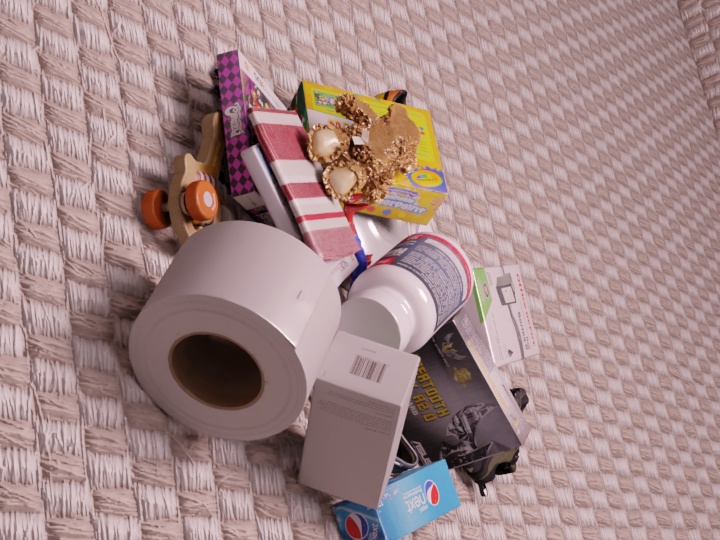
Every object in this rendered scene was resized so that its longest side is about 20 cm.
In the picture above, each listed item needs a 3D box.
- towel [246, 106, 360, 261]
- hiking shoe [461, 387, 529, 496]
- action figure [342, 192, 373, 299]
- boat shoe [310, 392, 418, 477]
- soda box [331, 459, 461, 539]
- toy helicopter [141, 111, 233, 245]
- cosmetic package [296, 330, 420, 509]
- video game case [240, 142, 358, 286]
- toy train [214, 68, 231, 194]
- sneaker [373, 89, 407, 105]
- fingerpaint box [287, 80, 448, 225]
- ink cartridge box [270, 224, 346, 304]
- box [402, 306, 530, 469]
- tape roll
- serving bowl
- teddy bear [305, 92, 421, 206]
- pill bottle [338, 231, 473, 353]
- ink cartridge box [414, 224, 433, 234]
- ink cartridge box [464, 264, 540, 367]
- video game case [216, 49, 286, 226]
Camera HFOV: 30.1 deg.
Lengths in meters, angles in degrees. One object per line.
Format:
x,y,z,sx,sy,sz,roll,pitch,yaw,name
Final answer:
-0.070,-0.104,1.629,0.200,0.023,0.144,65,18,4,towel
0.199,0.250,1.981,0.200,0.076,0.101,-40,113,-49,hiking shoe
0.000,0.000,1.789,0.065,0.052,0.200,-115,-156,-65,action figure
0.001,0.184,1.714,0.200,0.062,0.075,57,38,-13,boat shoe
0.049,0.301,1.710,0.200,0.064,0.068,-11,80,-58,soda box
-0.181,-0.104,1.609,0.132,0.079,0.200,53,36,-44,toy helicopter
-0.004,0.178,1.561,0.107,0.200,0.085,18,46,6,cosmetic package
-0.071,-0.072,1.654,0.200,0.022,0.182,63,16,-6,video game case
-0.165,-0.181,1.732,0.046,0.034,0.200,43,36,-54,toy train
0.062,-0.177,2.018,0.070,0.090,0.200,-6,75,-58,sneaker
0.006,-0.160,1.843,0.200,0.073,0.167,10,48,-24,fingerpaint box
-0.081,0.043,1.641,0.200,0.047,0.160,60,30,5,ink cartridge box
0.115,0.166,1.809,0.200,0.158,0.048,61,32,-11,box
-0.134,0.066,1.453,0.203,0.203,0.139,53,34,-22,tape roll
0.011,-0.064,1.891,0.200,0.066,0.200,36,41,-41,serving bowl
-0.001,-0.153,1.720,0.145,0.067,0.200,49,40,-10,teddy bear
0.053,0.037,1.675,0.120,0.120,0.200,62,33,-7,pill bottle
0.101,0.049,1.952,0.200,0.043,0.198,59,31,-32,ink cartridge box
0.179,0.070,1.953,0.200,0.084,0.146,-7,83,-64,ink cartridge box
-0.127,-0.153,1.706,0.181,0.036,0.200,47,33,-65,video game case
